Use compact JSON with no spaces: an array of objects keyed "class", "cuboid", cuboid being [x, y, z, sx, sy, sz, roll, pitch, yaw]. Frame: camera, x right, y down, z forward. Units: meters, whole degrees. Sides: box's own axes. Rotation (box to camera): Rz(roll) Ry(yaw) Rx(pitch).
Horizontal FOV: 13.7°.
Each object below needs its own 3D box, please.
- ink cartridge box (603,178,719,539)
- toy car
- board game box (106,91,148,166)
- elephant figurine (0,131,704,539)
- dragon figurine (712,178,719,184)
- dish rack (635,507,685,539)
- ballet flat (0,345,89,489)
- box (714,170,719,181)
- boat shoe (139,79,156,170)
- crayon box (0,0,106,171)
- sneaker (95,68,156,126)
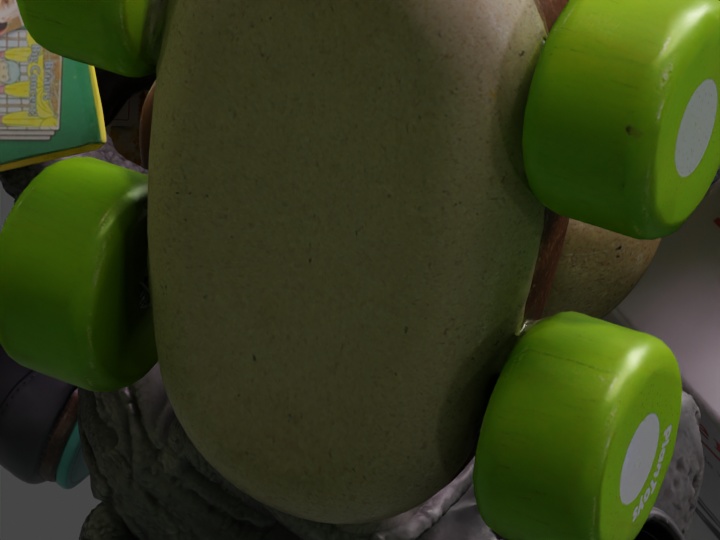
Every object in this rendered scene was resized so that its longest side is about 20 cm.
[{"class":"ink cartridge box","cuboid":[0.130,0.050,0.874,0.067,0.200,0.116,-35,59,-11]},{"class":"toy car","cuboid":[0.031,-0.038,0.748,0.163,0.159,0.200,18,25,24]},{"class":"board game box","cuboid":[-0.147,-0.088,1.009,0.199,0.047,0.151,17,9,-18]},{"class":"elephant figurine","cuboid":[-0.020,0.060,0.807,0.199,0.142,0.155,20,5,-17]},{"class":"dragon figurine","cuboid":[0.075,-0.026,0.977,0.199,0.059,0.099,24,54,40]},{"class":"dish rack","cuboid":[0.034,0.155,0.672,0.200,0.054,0.154,-24,94,-57]},{"class":"ballet flat","cuboid":[-0.065,0.006,0.929,0.073,0.073,0.200,33,29,15]},{"class":"box","cuboid":[0.177,-0.047,1.093,0.200,0.117,0.197,43,-3,31]},{"class":"boat shoe","cuboid":[0.000,0.000,0.903,0.200,0.073,0.063,56,31,-34]},{"class":"crayon box","cuboid":[-0.129,-0.136,0.807,0.058,0.201,0.172,-13,14,-15]},{"class":"sneaker","cuboid":[-0.010,-0.065,0.936,0.199,0.088,0.074,11,8,-15]}]
